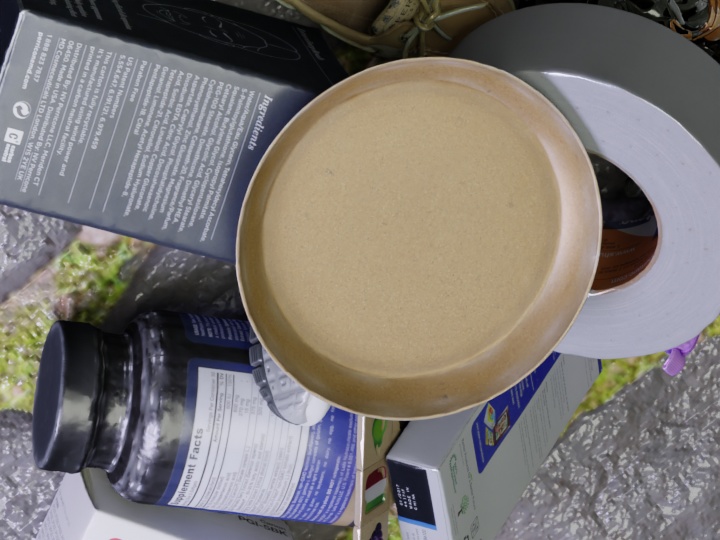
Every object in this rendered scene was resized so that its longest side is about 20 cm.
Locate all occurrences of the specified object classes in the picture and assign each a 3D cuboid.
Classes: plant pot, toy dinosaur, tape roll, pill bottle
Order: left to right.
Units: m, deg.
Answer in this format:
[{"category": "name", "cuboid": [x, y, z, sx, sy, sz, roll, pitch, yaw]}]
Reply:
[{"category": "pill bottle", "cuboid": [-0.082, 0.082, 1.661, 0.199, 0.112, 0.112, 8, 108, -16]}, {"category": "plant pot", "cuboid": [0.029, -0.019, 1.534, 0.199, 0.027, 0.201, -5, 110, -13]}, {"category": "tape roll", "cuboid": [0.123, -0.047, 1.599, 0.200, 0.066, 0.201, 13, 133, 14]}, {"category": "toy dinosaur", "cuboid": [0.164, -0.143, 1.662, 0.135, 0.102, 0.201, 4, 74, -30]}]

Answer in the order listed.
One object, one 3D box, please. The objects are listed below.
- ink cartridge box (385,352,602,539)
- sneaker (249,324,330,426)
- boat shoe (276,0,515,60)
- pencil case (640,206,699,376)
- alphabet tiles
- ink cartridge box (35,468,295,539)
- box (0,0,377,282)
[{"category": "ink cartridge box", "cuboid": [0.080, 0.082, 1.684, 0.039, 0.200, 0.100, 12, 133, 28]}, {"category": "sneaker", "cuboid": [0.000, 0.000, 1.631, 0.087, 0.074, 0.201, 34, 62, -32]}, {"category": "boat shoe", "cuboid": [-0.002, -0.158, 1.615, 0.199, 0.063, 0.074, 17, 104, -16]}, {"category": "pencil case", "cuboid": [0.229, -0.036, 1.706, 0.200, 0.084, 0.086, -44, 69, 8]}, {"category": "alphabet tiles", "cuboid": [0.046, 0.100, 1.674, 0.008, 0.200, 0.168, 11, 109, 26]}, {"category": "ink cartridge box", "cuboid": [-0.137, 0.229, 1.718, 0.146, 0.083, 0.200, 20, 105, -19]}, {"category": "box", "cuboid": [-0.113, -0.088, 1.571, 0.199, 0.148, 0.107, 14, 106, -17]}]
